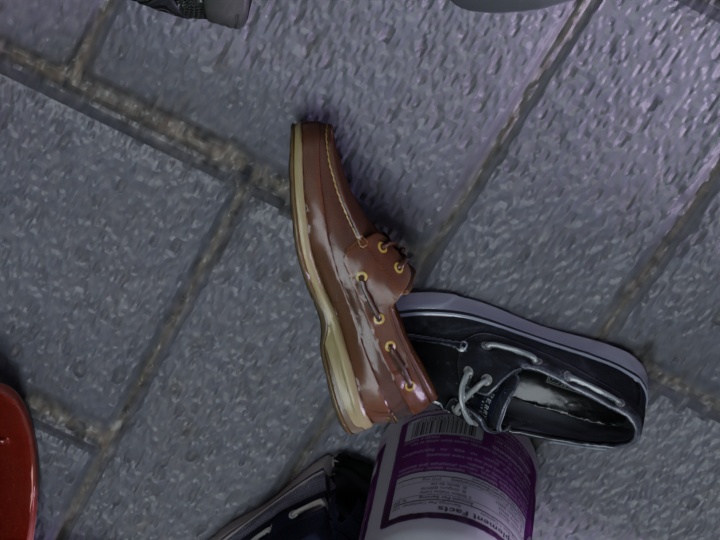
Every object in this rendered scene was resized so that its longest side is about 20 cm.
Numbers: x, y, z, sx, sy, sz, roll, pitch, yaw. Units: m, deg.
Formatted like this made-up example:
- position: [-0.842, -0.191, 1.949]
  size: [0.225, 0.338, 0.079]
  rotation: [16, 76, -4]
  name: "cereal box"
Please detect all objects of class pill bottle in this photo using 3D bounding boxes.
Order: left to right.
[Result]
- position: [0.054, 0.181, 1.319]
  size: [0.112, 0.200, 0.112]
  rotation: [5, 124, 7]
  name: "pill bottle"

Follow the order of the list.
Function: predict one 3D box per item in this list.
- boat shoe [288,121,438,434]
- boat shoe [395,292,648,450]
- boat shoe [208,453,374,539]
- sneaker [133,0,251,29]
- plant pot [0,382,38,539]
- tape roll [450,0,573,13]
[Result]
- position: [0.000, 0.000, 1.278]
  size: [0.067, 0.072, 0.200]
  rotation: [-12, 103, 6]
  name: "boat shoe"
- position: [0.086, 0.072, 1.321]
  size: [0.200, 0.068, 0.072]
  rotation: [16, 124, 0]
  name: "boat shoe"
- position: [-0.064, 0.214, 1.426]
  size: [0.075, 0.093, 0.200]
  rotation: [34, 122, -13]
  name: "boat shoe"
- position: [-0.109, -0.231, 1.150]
  size: [0.114, 0.076, 0.200]
  rotation: [7, 130, -3]
  name: "sneaker"
- position: [-0.348, 0.163, 1.393]
  size: [0.195, 0.201, 0.201]
  rotation: [7, 124, 15]
  name: "plant pot"
- position: [0.117, -0.213, 1.049]
  size: [0.200, 0.200, 0.066]
  rotation: [-19, 120, 21]
  name: "tape roll"
